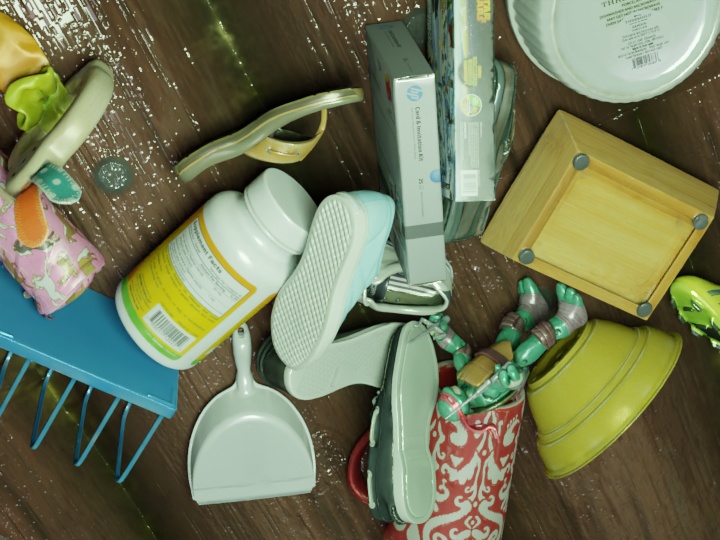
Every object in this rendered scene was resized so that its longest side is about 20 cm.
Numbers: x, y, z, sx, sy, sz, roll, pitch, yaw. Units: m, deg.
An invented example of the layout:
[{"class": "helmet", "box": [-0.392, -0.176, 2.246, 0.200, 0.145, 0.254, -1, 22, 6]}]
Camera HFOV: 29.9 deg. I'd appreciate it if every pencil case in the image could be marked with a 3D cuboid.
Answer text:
[{"class": "pencil case", "box": [-0.330, -0.050, 1.252, 0.086, 0.083, 0.200, -40, 102, 9]}]

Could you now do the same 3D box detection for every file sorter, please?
[{"class": "file sorter", "box": [-0.293, 0.101, 1.327, 0.198, 0.139, 0.123, 25, 116, -19]}]

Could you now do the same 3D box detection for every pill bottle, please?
[{"class": "pill bottle", "box": [-0.132, -0.005, 1.294, 0.200, 0.112, 0.111, -40, 116, 21]}]

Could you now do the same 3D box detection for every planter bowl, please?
[{"class": "planter bowl", "box": [0.231, 0.111, 1.387, 0.083, 0.200, 0.200, 43, 106, -3]}]

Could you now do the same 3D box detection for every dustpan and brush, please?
[{"class": "dustpan and brush", "box": [-0.120, 0.149, 1.428, 0.138, 0.057, 0.202, -5, 125, -6]}]

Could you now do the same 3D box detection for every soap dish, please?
[{"class": "soap dish", "box": [0.244, -0.048, 1.351, 0.198, 0.081, 0.158, 23, 112, -17]}]

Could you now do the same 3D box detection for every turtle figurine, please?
[{"class": "turtle figurine", "box": [0.128, 0.087, 1.343, 0.199, 0.149, 0.101, -38, 131, -24]}]

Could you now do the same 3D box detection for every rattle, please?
[{"class": "rattle", "box": [-0.297, -0.133, 1.163, 0.129, 0.201, 0.143, -14, 126, 26]}]

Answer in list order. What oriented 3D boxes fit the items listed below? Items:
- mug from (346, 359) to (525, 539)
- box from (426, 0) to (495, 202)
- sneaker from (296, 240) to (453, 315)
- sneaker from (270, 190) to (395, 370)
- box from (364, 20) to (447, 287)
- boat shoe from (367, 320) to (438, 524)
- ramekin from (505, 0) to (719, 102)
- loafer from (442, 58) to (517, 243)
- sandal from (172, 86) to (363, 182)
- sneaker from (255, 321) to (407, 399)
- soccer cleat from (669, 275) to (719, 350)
[{"class": "mug", "box": [0.085, 0.207, 1.438, 0.175, 0.134, 0.202, 5, 113, -12]}, {"class": "box", "box": [0.088, -0.167, 1.203, 0.039, 0.137, 0.203, -2, 99, -7]}, {"class": "sneaker", "box": [0.000, 0.000, 1.348, 0.197, 0.071, 0.074, 6, 117, -8]}, {"class": "sneaker", "box": [-0.017, 0.012, 1.255, 0.081, 0.074, 0.201, -12, 141, -42]}, {"class": "box", "box": [0.041, -0.111, 1.249, 0.041, 0.156, 0.202, -9, 118, -5]}, {"class": "boat shoe", "box": [0.036, 0.152, 1.356, 0.060, 0.203, 0.075, -7, 162, 40]}, {"class": "ramekin", "box": [0.238, -0.250, 1.231, 0.198, 0.105, 0.202, -3, 118, -6]}, {"class": "loafer", "box": [0.116, -0.116, 1.315, 0.062, 0.072, 0.202, -1, 127, -29]}, {"class": "sandal", "box": [-0.082, -0.121, 1.267, 0.198, 0.080, 0.054, -25, 97, 12]}, {"class": "sneaker", "box": [-0.021, 0.084, 1.398, 0.198, 0.099, 0.072, -8, 104, -38]}, {"class": "soccer cleat", "box": [0.414, 0.051, 1.447, 0.199, 0.065, 0.084, 33, 80, -17]}]
